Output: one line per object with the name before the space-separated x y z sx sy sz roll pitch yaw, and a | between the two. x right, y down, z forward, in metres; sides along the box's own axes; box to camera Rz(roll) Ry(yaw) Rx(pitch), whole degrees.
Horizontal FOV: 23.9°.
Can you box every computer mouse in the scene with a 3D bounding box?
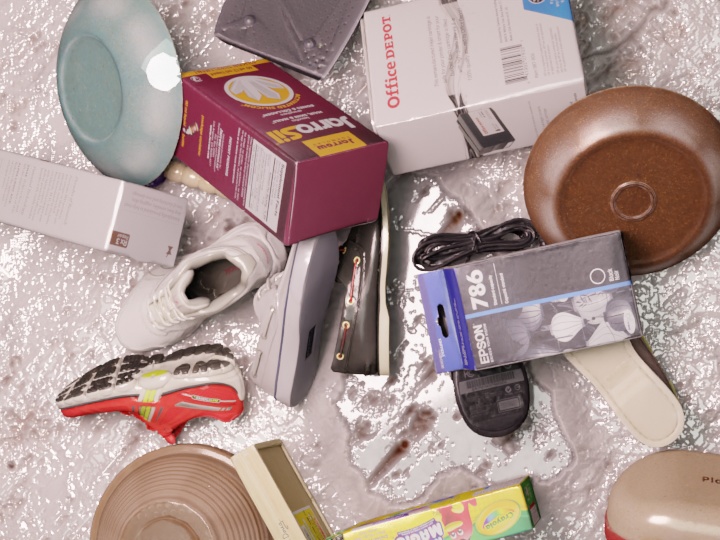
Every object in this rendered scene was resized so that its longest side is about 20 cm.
computer mouse | 0.136 0.051 1.628 0.139 0.046 0.202 -17 86 -8

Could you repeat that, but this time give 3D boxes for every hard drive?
hard drive | -0.047 -0.288 1.659 0.134 0.042 0.202 21 75 11

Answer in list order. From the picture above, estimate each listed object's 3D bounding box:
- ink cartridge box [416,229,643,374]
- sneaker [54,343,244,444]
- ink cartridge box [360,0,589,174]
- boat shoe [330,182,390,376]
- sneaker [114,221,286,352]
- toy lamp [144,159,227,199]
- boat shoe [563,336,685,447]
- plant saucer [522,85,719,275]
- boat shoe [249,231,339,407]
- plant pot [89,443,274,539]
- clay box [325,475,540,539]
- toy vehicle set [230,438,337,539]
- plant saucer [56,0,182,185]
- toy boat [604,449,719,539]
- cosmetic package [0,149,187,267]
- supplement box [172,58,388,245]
ink cartridge box | 0.153 0.032 1.561 0.198 0.039 0.101 -13 91 11
sneaker | -0.207 0.132 1.667 0.198 0.077 0.086 -8 111 18
ink cartridge box | 0.109 -0.187 1.597 0.198 0.084 0.146 -11 55 9
boat shoe | 0.000 0.000 1.635 0.062 0.074 0.204 2 91 2
sneaker | -0.170 0.020 1.639 0.199 0.099 0.078 -34 91 22
toy lamp | -0.119 -0.076 1.673 0.198 0.058 0.059 19 90 13
boat shoe | 0.235 0.076 1.596 0.072 0.059 0.201 -37 80 9
plant saucer | 0.249 -0.071 1.558 0.198 0.037 0.202 1 123 2
boat shoe | -0.071 0.037 1.615 0.065 0.073 0.202 23 119 19
plant pot | -0.175 0.269 1.641 0.198 0.093 0.204 -1 87 11
clay box | 0.065 0.242 1.588 0.198 0.115 0.048 -18 84 9
toy vehicle set | -0.050 0.254 1.602 0.026 0.124 0.201 -31 81 6
plant saucer | -0.247 -0.178 1.649 0.200 0.038 0.204 17 113 44
toy boat | 0.321 0.247 1.553 0.197 0.131 0.132 6 116 10
cosmetic package | -0.273 -0.062 1.639 0.198 0.101 0.075 13 88 34
supplement box | -0.079 -0.115 1.587 0.200 0.110 0.086 37 130 40
